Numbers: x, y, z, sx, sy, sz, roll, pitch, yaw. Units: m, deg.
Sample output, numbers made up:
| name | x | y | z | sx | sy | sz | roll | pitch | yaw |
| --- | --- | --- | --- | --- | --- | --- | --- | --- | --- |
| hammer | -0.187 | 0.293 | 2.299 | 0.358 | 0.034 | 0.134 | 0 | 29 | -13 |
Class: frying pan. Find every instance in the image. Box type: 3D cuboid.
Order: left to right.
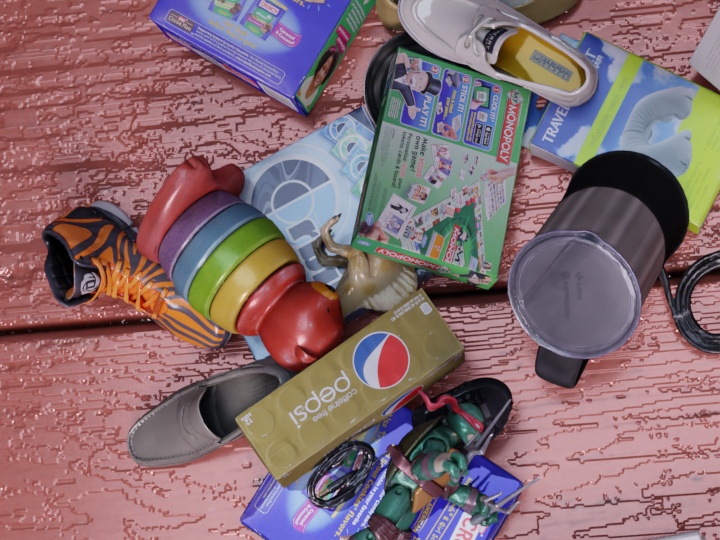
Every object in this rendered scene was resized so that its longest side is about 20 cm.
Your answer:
| name | x | y | z | sx | sy | sz | roll | pitch | yaw |
| --- | --- | --- | --- | --- | --- | --- | --- | --- | --- |
| frying pan | 0.081 | -0.138 | 1.689 | 0.115 | 0.031 | 0.190 | -39 | 94 | -9 |

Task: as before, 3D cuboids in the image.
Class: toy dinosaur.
| name | x | y | z | sx | sy | sz | roll | pitch | yaw |
| --- | --- | --- | --- | --- | --- | --- | --- | --- | --- |
| toy dinosaur | 0.000 | 0.000 | 1.623 | 0.200 | 0.058 | 0.101 | -40 | 83 | 1 |

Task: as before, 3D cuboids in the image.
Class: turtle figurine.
| name | x | y | z | sx | sy | sz | roll | pitch | yaw |
| --- | --- | --- | --- | --- | --- | --- | --- | --- | --- |
| turtle figurine | 0.063 | 0.182 | 1.508 | 0.200 | 0.150 | 0.101 | -50 | 55 | 2 |

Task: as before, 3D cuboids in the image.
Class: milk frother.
| name | x | y | z | sx | sy | sz | roll | pitch | yaw |
| --- | --- | --- | --- | --- | --- | --- | --- | --- | --- |
| milk frother | 0.250 | 0.013 | 1.555 | 0.199 | 0.188 | 0.182 | 5 | 117 | 22 |

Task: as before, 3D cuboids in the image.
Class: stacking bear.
| name | x | y | z | sx | sy | sz | roll | pitch | yaw |
| --- | --- | --- | --- | --- | --- | --- | --- | --- | --- |
| stacking bear | -0.095 | 0.007 | 1.596 | 0.200 | 0.121 | 0.114 | 43 | 102 | 17 |

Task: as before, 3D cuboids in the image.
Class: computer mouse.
| name | x | y | z | sx | sy | sz | roll | pitch | yaw |
| --- | --- | --- | --- | --- | --- | --- | --- | --- | --- |
| computer mouse | 0.042 | 0.149 | 1.562 | 0.199 | 0.034 | 0.059 | -24 | 104 | -6 |

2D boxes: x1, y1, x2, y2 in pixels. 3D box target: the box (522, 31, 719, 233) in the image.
| name | x | y | z | sx | sy | sz | roll | pitch | yaw |
| --- | --- | --- | --- | --- | --- | --- | --- | --- | --- |
| box | 0.250 | -0.133 | 1.660 | 0.199 | 0.048 | 0.123 | 27 | 86 | 10 |

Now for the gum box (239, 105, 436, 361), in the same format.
| name | x | y | z | sx | sy | sz | roll | pitch | yaw |
| --- | --- | --- | --- | --- | --- | --- | --- | --- | --- |
| gum box | -0.045 | -0.031 | 1.684 | 0.199 | 0.045 | 0.171 | -28 | 79 | 2 |

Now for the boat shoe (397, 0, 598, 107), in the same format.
| name | x | y | z | sx | sy | sz | roll | pitch | yaw |
| --- | --- | --- | --- | --- | --- | --- | --- | --- | --- |
| boat shoe | 0.122 | -0.207 | 1.622 | 0.199 | 0.070 | 0.071 | 30 | 95 | 8 |

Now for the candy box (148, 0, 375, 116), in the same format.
| name | x | y | z | sx | sy | sz | roll | pitch | yaw |
| --- | --- | --- | --- | --- | --- | --- | --- | --- | --- |
| candy box | -0.076 | -0.278 | 1.709 | 0.168 | 0.077 | 0.201 | 30 | 88 | 12 |

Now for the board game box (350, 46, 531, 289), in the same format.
| name | x | y | z | sx | sy | sz | roll | pitch | yaw |
| --- | --- | --- | --- | --- | --- | --- | --- | --- | --- |
| board game box | 0.075 | -0.094 | 1.628 | 0.134 | 0.029 | 0.201 | 17 | 64 | -9 |

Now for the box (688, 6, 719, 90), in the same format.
| name | x | y | z | sx | sy | sz | roll | pitch | yaw |
| --- | --- | --- | --- | --- | --- | --- | --- | --- | --- |
| box | 0.416 | -0.182 | 1.600 | 0.200 | 0.098 | 0.124 | 42 | 66 | 11 |

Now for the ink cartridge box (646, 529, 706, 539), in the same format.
| name | x | y | z | sx | sy | sz | roll | pitch | yaw |
| --- | --- | --- | --- | --- | --- | --- | --- | --- | --- |
| ink cartridge box | 0.218 | 0.319 | 1.578 | 0.199 | 0.084 | 0.145 | -12 | 80 | 6 |

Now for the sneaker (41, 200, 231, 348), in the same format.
| name | x | y | z | sx | sy | sz | roll | pitch | yaw |
| --- | --- | --- | --- | --- | --- | --- | --- | --- | --- |
| sneaker | -0.217 | 0.018 | 1.658 | 0.199 | 0.112 | 0.078 | 34 | 120 | 17 |

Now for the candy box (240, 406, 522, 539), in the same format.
| name | x | y | z | sx | sy | sz | roll | pitch | yaw |
| --- | --- | --- | --- | --- | --- | --- | --- | --- | --- |
| candy box | 0.021 | 0.212 | 1.615 | 0.199 | 0.077 | 0.170 | 32 | 84 | 12 |

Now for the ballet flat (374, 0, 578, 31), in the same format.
| name | x | y | z | sx | sy | sz | roll | pitch | yaw |
| --- | --- | --- | --- | --- | --- | --- | --- | --- | --- |
| ballet flat | 0.111 | -0.261 | 1.686 | 0.198 | 0.063 | 0.069 | -9 | 70 | 6 |

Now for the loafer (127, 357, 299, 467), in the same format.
| name | x | y | z | sx | sy | sz | roll | pitch | yaw |
| --- | --- | --- | --- | --- | --- | --- | --- | --- | --- |
| loafer | -0.137 | 0.129 | 1.643 | 0.199 | 0.070 | 0.070 | -28 | 79 | 21 |

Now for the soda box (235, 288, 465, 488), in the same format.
| name | x | y | z | sx | sy | sz | roll | pitch | yaw |
| --- | --- | --- | --- | --- | --- | --- | --- | --- | --- |
| soda box | -0.007 | 0.104 | 1.562 | 0.199 | 0.064 | 0.068 | -35 | 77 | -4 |
